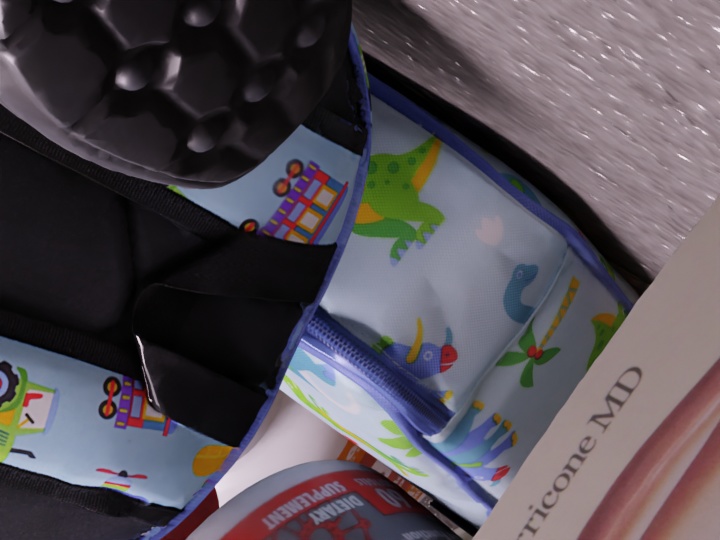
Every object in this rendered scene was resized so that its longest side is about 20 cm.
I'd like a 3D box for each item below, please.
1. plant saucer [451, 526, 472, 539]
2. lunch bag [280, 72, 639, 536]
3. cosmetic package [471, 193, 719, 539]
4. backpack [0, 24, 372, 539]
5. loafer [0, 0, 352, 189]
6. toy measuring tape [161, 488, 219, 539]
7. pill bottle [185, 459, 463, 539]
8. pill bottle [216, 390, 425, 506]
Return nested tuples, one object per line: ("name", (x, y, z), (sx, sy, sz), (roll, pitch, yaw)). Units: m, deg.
("plant saucer", (0.061, 0.154, 0.852), (0.200, 0.200, 0.050), (32, 167, 32))
("lunch bag", (0.000, 0.000, 0.775), (0.160, 0.083, 0.200), (36, 176, 27))
("cosmetic package", (0.111, 0.063, 0.406), (0.087, 0.104, 0.200), (38, 173, -30))
("backpack", (-0.106, -0.034, 0.605), (0.199, 0.184, 0.135), (23, -172, -16))
("loafer", (-0.065, -0.082, 0.406), (0.070, 0.068, 0.201), (42, 177, 41))
("toy measuring tape", (-0.067, 0.054, 0.844), (0.073, 0.074, 0.201), (35, -139, -12))
("pill bottle", (0.031, 0.151, 0.765), (0.200, 0.116, 0.116), (37, 179, 33))
("pill bottle", (-0.040, 0.042, 1.026), (0.112, 0.113, 0.200), (33, -177, 19))
